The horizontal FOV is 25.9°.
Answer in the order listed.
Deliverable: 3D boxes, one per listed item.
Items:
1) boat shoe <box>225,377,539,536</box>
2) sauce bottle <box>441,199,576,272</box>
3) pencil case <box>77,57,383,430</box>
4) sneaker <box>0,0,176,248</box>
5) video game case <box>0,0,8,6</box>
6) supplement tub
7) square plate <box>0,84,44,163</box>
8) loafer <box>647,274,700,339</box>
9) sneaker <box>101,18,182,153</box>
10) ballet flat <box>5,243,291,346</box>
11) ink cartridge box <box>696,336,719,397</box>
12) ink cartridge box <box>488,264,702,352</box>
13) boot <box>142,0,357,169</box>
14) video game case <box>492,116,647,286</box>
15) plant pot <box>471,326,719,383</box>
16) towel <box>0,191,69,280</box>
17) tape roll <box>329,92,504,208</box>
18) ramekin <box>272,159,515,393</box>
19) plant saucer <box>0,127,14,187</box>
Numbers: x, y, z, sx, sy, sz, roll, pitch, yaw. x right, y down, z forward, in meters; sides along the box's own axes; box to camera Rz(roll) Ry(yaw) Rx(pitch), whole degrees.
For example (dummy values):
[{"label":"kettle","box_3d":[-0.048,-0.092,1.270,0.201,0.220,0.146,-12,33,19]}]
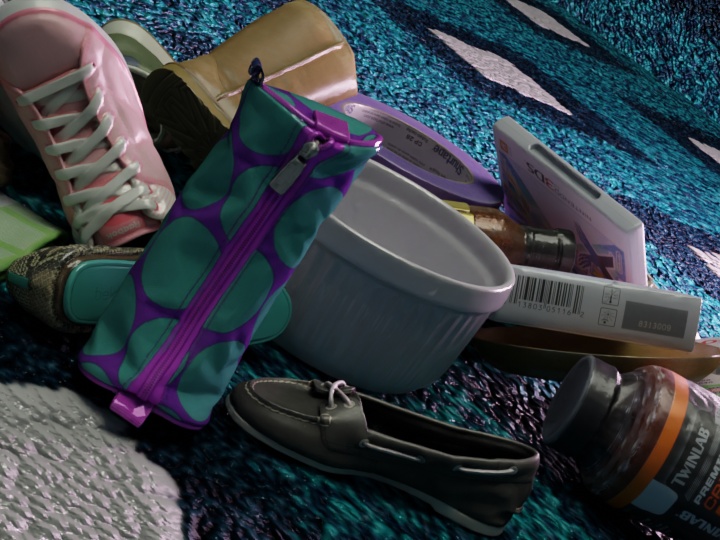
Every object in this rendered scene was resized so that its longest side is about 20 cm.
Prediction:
[{"label":"boat shoe","box_3d":[0.017,0.098,0.950,0.200,0.057,0.067,25,18,-18]},{"label":"sauce bottle","box_3d":[0.079,-0.025,1.292,0.200,0.066,0.066,9,22,-12]},{"label":"pencil case","box_3d":[-0.074,-0.011,0.867,0.085,0.200,0.092,31,7,-11]},{"label":"sneaker","box_3d":[-0.167,-0.076,0.994,0.105,0.075,0.200,-113,179,-49]},{"label":"video game case","box_3d":[-0.229,-0.140,1.129,0.200,0.023,0.182,50,-5,46]},{"label":"supplement tub","box_3d":[0.230,0.137,1.106,0.200,0.107,0.107,28,18,-6]},{"label":"square plate","box_3d":[-0.277,-0.164,1.079,0.198,0.028,0.200,51,-3,34]},{"label":"loafer","box_3d":[0.250,0.035,1.479,0.068,0.076,0.200,14,33,-45]},{"label":"sneaker","box_3d":[-0.146,-0.117,1.276,0.200,0.067,0.090,37,33,-11]},{"label":"ballet flat","box_3d":[-0.132,0.009,0.963,0.075,0.068,0.200,16,6,40]},{"label":"ink cartridge box","box_3d":[0.332,0.112,1.262,0.145,0.084,0.200,-6,11,15]},{"label":"ink cartridge box","box_3d":[0.163,0.021,1.255,0.160,0.047,0.200,9,4,-8]},{"label":"boot","box_3d":[-0.059,-0.126,1.264,0.175,0.066,0.200,56,40,0]},{"label":"video game case","box_3d":[0.189,-0.018,1.390,0.182,0.022,0.200,45,-20,39]},{"label":"plant pot","box_3d":[0.184,0.068,1.227,0.200,0.028,0.200,4,3,0]},{"label":"towel","box_3d":[-0.284,-0.060,0.948,0.200,0.031,0.149,31,18,3]},{"label":"tape roll","box_3d":[0.023,-0.080,1.405,0.200,0.085,0.200,27,17,-9]},{"label":"ramekin","box_3d":[0.000,0.000,1.113,0.200,0.105,0.200,27,18,-10]},{"label":"plant saucer","box_3d":[-0.303,-0.118,0.996,0.200,0.029,0.200,33,3,-2]}]
